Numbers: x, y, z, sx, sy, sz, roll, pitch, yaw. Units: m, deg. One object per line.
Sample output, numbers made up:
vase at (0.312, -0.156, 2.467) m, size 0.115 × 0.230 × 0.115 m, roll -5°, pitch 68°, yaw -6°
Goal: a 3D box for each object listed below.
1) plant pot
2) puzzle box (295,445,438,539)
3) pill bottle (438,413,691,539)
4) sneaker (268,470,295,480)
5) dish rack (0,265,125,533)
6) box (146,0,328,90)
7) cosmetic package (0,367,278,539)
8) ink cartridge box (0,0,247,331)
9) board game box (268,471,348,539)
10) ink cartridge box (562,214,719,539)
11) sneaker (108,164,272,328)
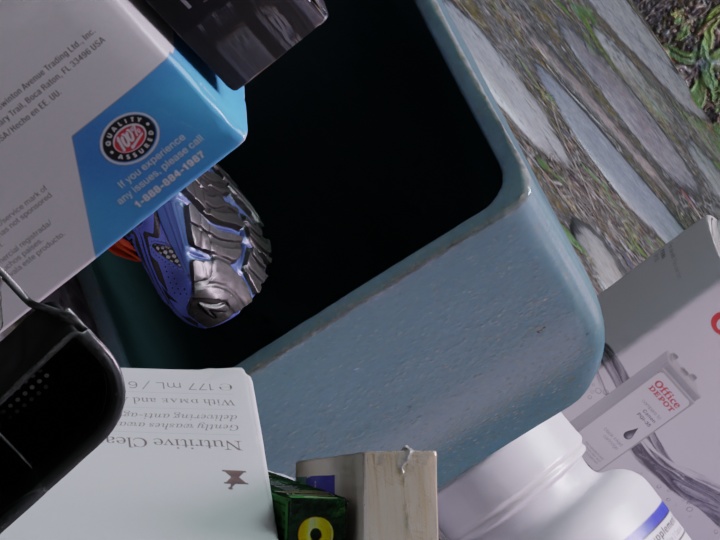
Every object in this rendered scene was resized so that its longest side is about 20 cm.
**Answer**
plant pot at (0.000, 0.000, 1.357) m, size 0.200 × 0.195 × 0.197 m, roll 49°, pitch 12°, yaw -49°
puzzle box at (0.002, 0.158, 0.973) m, size 0.133 × 0.025 × 0.202 m, roll 157°, pitch -67°, yaw -79°
pill bottle at (0.120, 0.169, 1.474) m, size 0.200 × 0.112 × 0.112 m, roll 53°, pitch 14°, yaw 0°
sneaker at (-0.024, 0.149, 1.167) m, size 0.071 × 0.073 × 0.200 m, roll 28°, pitch 18°, yaw -40°
dish rack at (-0.180, 0.009, 0.813) m, size 0.200 × 0.153 × 0.055 m, roll 48°, pitch 1°, yaw -21°
box at (-0.090, -0.177, 1.142) m, size 0.158 × 0.050 × 0.200 m, roll 46°, pitch 15°, yaw -29°
cosmetic package at (-0.081, 0.113, 0.923) m, size 0.112 × 0.082 × 0.200 m, roll 2°, pitch 30°, yaw -12°
ink cartridge box at (-0.162, -0.106, 1.142) m, size 0.200 × 0.146 × 0.146 m, roll 48°, pitch 15°, yaw -24°
board game box at (-0.031, 0.122, 1.016) m, size 0.200 × 0.023 × 0.106 m, roll 178°, pitch -84°, yaw -80°
ink cartridge box at (0.151, 0.091, 1.576) m, size 0.147 × 0.200 × 0.083 m, roll 48°, pitch 15°, yaw -18°
sneaker at (-0.101, -0.032, 1.266) m, size 0.075 × 0.078 × 0.200 m, roll 40°, pitch 8°, yaw -40°
